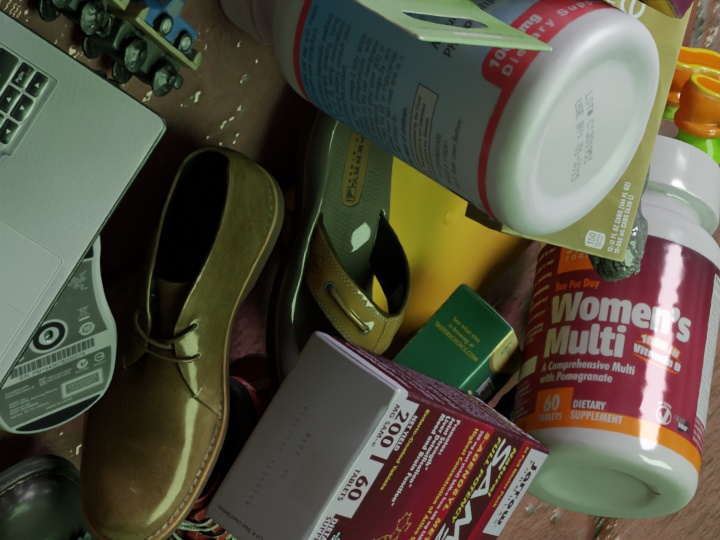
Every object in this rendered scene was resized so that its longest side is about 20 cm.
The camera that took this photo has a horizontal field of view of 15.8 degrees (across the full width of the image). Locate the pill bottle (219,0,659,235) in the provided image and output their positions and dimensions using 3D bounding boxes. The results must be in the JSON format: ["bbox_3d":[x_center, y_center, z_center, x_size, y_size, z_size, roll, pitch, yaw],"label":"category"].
[{"bbox_3d":[0.031,-0.107,1.197,0.109,0.200,0.109,-36,144,-32],"label":"pill bottle"}]

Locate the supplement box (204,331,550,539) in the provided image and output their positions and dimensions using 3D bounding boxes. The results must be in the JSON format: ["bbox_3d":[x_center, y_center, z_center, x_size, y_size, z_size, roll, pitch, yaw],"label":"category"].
[{"bbox_3d":[0.013,0.107,1.324,0.109,0.061,0.200,-59,152,4],"label":"supplement box"}]

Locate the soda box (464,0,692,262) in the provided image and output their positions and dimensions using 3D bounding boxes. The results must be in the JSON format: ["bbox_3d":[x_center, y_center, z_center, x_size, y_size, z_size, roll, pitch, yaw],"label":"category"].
[{"bbox_3d":[0.114,-0.111,1.261,0.067,0.064,0.201,13,94,-15],"label":"soda box"}]

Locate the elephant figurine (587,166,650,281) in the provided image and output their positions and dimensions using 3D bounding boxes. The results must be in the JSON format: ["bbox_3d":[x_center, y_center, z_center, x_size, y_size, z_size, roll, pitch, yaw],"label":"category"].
[{"bbox_3d":[0.111,-0.124,1.348,0.201,0.155,0.142,-61,160,-6],"label":"elephant figurine"}]

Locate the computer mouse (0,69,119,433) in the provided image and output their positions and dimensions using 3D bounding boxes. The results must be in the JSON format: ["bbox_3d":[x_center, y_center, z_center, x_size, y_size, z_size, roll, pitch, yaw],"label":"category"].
[{"bbox_3d":[-0.155,-0.006,1.173,0.109,0.044,0.201,-22,139,-23],"label":"computer mouse"}]

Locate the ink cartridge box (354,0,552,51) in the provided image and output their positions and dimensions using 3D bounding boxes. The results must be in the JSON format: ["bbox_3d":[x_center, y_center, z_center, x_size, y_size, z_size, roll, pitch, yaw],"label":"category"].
[{"bbox_3d":[-0.011,-0.161,1.087,0.104,0.200,0.060,0,118,-56],"label":"ink cartridge box"}]

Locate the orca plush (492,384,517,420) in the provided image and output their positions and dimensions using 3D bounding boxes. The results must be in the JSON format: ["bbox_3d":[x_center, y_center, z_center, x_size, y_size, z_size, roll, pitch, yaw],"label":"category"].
[{"bbox_3d":[0.133,0.073,1.603,0.105,0.072,0.200,10,152,-23],"label":"orca plush"}]

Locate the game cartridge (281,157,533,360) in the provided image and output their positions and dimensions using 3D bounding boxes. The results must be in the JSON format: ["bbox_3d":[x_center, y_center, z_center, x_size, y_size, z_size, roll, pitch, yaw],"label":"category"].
[{"bbox_3d":[0.039,-0.037,1.446,0.200,0.032,0.177,-44,147,-26],"label":"game cartridge"}]

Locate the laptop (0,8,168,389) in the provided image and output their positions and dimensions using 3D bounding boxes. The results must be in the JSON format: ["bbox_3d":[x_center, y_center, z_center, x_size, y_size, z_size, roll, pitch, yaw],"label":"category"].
[{"bbox_3d":[-0.198,-0.029,1.020,0.199,0.116,0.188,33,90,-16],"label":"laptop"}]

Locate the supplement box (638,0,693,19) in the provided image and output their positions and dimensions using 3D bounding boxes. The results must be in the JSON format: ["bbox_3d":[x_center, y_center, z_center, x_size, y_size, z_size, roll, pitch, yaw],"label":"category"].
[{"bbox_3d":[0.089,-0.223,1.174,0.131,0.200,0.103,-55,149,-4],"label":"supplement box"}]

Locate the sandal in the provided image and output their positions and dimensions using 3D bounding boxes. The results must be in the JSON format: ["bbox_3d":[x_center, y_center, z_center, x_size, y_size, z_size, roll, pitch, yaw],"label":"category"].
[{"bbox_3d":[0.000,0.000,1.320,0.082,0.054,0.201,-2,104,-54],"label":"sandal"}]

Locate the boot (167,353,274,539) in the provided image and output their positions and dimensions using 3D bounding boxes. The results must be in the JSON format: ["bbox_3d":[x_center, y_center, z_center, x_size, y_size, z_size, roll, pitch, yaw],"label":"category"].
[{"bbox_3d":[-0.084,0.145,1.331,0.144,0.072,0.201,-20,123,-77],"label":"boot"}]

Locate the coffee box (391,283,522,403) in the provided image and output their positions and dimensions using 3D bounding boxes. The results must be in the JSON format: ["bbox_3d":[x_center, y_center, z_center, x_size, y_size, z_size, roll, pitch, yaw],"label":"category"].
[{"bbox_3d":[0.012,0.101,1.462,0.200,0.044,0.123,-48,168,-4],"label":"coffee box"}]

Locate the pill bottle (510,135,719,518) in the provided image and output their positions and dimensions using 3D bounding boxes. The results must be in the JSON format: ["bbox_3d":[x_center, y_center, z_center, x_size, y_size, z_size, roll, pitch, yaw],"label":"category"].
[{"bbox_3d":[0.149,0.030,1.475,0.110,0.109,0.201,54,42,-58],"label":"pill bottle"}]

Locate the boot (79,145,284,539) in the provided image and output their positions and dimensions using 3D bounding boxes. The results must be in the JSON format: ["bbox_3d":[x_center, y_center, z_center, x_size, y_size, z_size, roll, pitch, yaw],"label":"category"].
[{"bbox_3d":[-0.095,0.035,1.241,0.075,0.073,0.201,43,64,-76],"label":"boot"}]

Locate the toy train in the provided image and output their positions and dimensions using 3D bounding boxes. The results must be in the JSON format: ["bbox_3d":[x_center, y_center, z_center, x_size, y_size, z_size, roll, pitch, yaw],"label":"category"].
[{"bbox_3d":[-0.123,-0.130,1.123,0.046,0.034,0.200,-66,150,-10],"label":"toy train"}]

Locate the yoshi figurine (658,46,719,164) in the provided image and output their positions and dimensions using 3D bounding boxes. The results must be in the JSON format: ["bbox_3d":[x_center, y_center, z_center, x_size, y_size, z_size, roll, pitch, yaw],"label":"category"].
[{"bbox_3d":[0.195,-0.029,1.603,0.112,0.112,0.201,-16,134,-57],"label":"yoshi figurine"}]

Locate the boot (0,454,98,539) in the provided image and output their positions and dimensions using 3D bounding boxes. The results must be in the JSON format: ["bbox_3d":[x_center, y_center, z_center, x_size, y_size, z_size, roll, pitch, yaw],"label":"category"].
[{"bbox_3d":[-0.115,0.195,1.280,0.069,0.174,0.200,-34,146,-9],"label":"boot"}]
